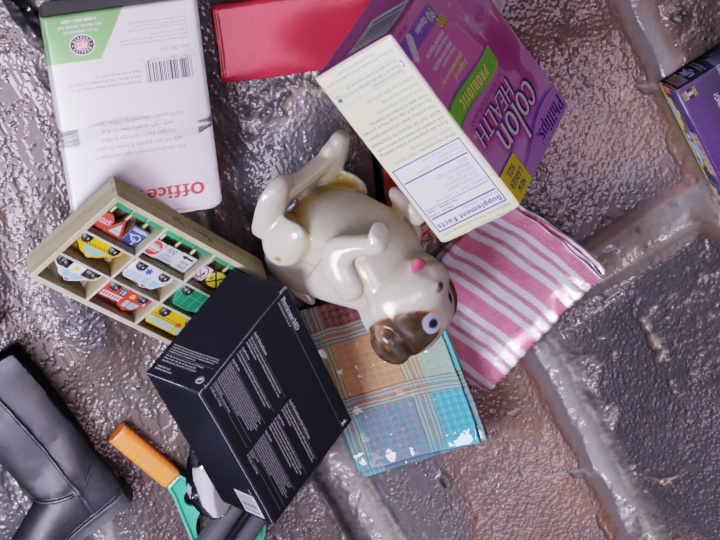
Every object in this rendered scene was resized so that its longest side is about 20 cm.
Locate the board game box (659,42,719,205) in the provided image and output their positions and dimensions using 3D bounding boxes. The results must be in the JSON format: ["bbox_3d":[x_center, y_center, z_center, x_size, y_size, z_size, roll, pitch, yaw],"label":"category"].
[{"bbox_3d":[0.425,-0.150,1.791,0.165,0.057,0.201,-33,110,-3],"label":"board game box"}]

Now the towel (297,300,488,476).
[{"bbox_3d":[0.032,0.109,1.777,0.145,0.022,0.201,-17,111,13],"label":"towel"}]

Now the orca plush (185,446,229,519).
[{"bbox_3d":[-0.160,0.144,1.738,0.071,0.105,0.202,11,115,30],"label":"orca plush"}]

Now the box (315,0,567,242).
[{"bbox_3d":[0.080,-0.165,1.613,0.096,0.176,0.200,-24,112,37],"label":"box"}]

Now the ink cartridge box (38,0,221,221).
[{"bbox_3d":[-0.215,-0.155,1.631,0.145,0.084,0.202,-9,109,-10],"label":"ink cartridge box"}]

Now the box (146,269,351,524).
[{"bbox_3d":[-0.103,0.122,1.674,0.141,0.078,0.201,-49,137,-27],"label":"box"}]

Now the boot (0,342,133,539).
[{"bbox_3d":[-0.345,0.195,1.715,0.165,0.066,0.201,-39,114,-8],"label":"boot"}]

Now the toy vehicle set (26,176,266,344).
[{"bbox_3d":[-0.201,-0.003,1.651,0.124,0.027,0.199,-40,135,22],"label":"toy vehicle set"}]

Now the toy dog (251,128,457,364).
[{"bbox_3d":[0.000,0.000,1.658,0.199,0.139,0.195,37,128,16],"label":"toy dog"}]

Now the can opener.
[{"bbox_3d":[-0.101,0.230,1.765,0.053,0.067,0.201,40,75,-17],"label":"can opener"}]

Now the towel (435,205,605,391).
[{"bbox_3d":[0.134,0.027,1.760,0.146,0.030,0.200,32,118,-19],"label":"towel"}]

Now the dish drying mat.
[{"bbox_3d":[-0.043,-0.233,1.683,0.198,0.018,0.078,-9,108,-9],"label":"dish drying mat"}]

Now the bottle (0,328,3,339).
[{"bbox_3d":[-0.408,-0.009,1.641,0.083,0.065,0.201,-29,110,-4],"label":"bottle"}]

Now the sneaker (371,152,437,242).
[{"bbox_3d":[0.066,-0.127,1.713,0.107,0.067,0.203,-11,112,-10],"label":"sneaker"}]

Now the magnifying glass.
[{"bbox_3d":[-0.178,0.227,1.787,0.080,0.022,0.200,-46,109,3],"label":"magnifying glass"}]
